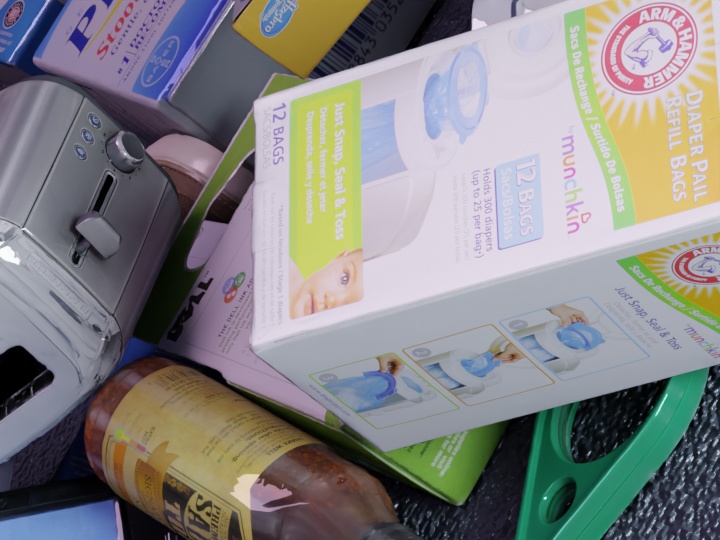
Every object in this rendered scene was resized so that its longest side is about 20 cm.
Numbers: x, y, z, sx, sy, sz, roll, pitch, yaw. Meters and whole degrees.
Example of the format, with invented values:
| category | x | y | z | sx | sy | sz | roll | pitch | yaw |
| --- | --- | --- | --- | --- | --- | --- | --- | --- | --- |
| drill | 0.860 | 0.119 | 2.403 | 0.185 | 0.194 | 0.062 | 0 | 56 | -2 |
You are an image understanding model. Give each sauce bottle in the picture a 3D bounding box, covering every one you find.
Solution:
| category | x | y | z | sx | sy | sz | roll | pitch | yaw |
| --- | --- | --- | --- | --- | --- | --- | --- | --- | --- |
| sauce bottle | -0.032 | 0.097 | 1.174 | 0.200 | 0.066 | 0.066 | 26 | 83 | 43 |

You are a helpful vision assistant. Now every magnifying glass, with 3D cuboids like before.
| category | x | y | z | sx | sy | sz | roll | pitch | yaw |
| --- | --- | --- | --- | --- | --- | --- | --- | --- | --- |
| magnifying glass | 0.076 | 0.098 | 1.101 | 0.079 | 0.022 | 0.201 | 1 | 60 | 59 |

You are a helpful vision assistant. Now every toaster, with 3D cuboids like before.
| category | x | y | z | sx | sy | sz | roll | pitch | yaw |
| --- | --- | --- | --- | --- | --- | --- | --- | --- | --- |
| toaster | -0.176 | 0.015 | 1.275 | 0.200 | 0.114 | 0.129 | -33 | 23 | 26 |

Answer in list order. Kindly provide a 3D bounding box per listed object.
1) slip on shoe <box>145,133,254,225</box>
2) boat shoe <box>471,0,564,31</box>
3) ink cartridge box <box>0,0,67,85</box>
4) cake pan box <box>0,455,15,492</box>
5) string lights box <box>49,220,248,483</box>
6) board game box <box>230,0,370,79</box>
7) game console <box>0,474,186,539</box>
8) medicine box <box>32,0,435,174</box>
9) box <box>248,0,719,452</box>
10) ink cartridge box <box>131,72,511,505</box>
| category | x | y | z | sx | sy | sz | roll | pitch | yaw |
| --- | --- | --- | --- | --- | --- | --- | --- | --- | --- |
| slip on shoe | -0.103 | -0.020 | 1.459 | 0.061 | 0.076 | 0.200 | -60 | 22 | -17 |
| boat shoe | 0.101 | -0.107 | 1.198 | 0.065 | 0.074 | 0.200 | -8 | 19 | 19 |
| ink cartridge box | -0.150 | -0.195 | 1.725 | 0.201 | 0.084 | 0.144 | -59 | 27 | -4 |
| cake pan box | -0.205 | 0.140 | 1.404 | 0.201 | 0.052 | 0.185 | -89 | 16 | -48 |
| string lights box | -0.083 | 0.079 | 1.339 | 0.201 | 0.059 | 0.103 | -61 | 27 | -9 |
| board game box | 0.023 | -0.193 | 1.227 | 0.200 | 0.040 | 0.153 | -48 | 18 | 22 |
| game console | -0.152 | 0.156 | 1.191 | 0.199 | 0.117 | 0.177 | -10 | 64 | -1 |
| medicine box | -0.056 | -0.146 | 1.494 | 0.183 | 0.103 | 0.200 | -58 | 27 | -5 |
| box | 0.069 | -0.022 | 1.066 | 0.199 | 0.101 | 0.113 | -15 | 58 | 25 |
| ink cartridge box | 0.000 | 0.000 | 1.250 | 0.200 | 0.076 | 0.148 | 17 | 75 | 57 |
